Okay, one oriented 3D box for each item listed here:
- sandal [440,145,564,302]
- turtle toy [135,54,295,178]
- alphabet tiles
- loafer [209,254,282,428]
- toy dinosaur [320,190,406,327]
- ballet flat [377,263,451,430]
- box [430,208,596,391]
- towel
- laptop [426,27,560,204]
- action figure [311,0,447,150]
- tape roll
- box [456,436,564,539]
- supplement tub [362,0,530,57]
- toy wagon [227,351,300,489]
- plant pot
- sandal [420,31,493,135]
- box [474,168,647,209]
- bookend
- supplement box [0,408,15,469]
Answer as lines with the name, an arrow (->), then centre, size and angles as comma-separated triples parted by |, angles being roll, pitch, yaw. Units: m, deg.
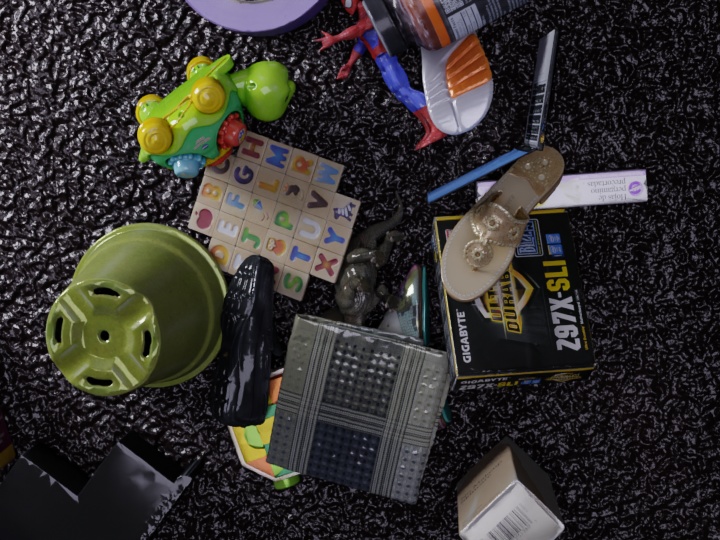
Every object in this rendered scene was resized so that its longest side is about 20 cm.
sandal -> 0.156, -0.067, 1.513 | 0.077, 0.070, 0.212 | 33, 73, 17
turtle toy -> -0.170, -0.180, 1.555 | 0.200, 0.146, 0.101 | -35, 113, 5
alphabet tiles -> -0.103, -0.065, 1.592 | 0.199, 0.006, 0.167 | 21, 98, 17
loafer -> -0.125, 0.083, 1.580 | 0.070, 0.068, 0.202 | 9, 91, -33
toy dinosaur -> 0.000, 0.000, 1.583 | 0.077, 0.102, 0.201 | 13, 78, -37
ballet flat -> 0.058, 0.095, 1.603 | 0.071, 0.069, 0.201 | -8, 99, 10
box -> 0.171, 0.032, 1.541 | 0.159, 0.049, 0.201 | -3, 64, -6
towel -> -0.002, 0.158, 1.578 | 0.192, 0.035, 0.201 | 15, 108, 4
laptop -> 0.144, -0.170, 1.506 | 0.115, 0.187, 0.201 | 8, 97, 1
action figure -> 0.011, -0.224, 1.566 | 0.099, 0.065, 0.201 | -27, 94, -9
tape roll -> -0.119, -0.371, 1.550 | 0.199, 0.085, 0.201 | 0, 96, 2
box -> 0.167, 0.267, 1.545 | 0.078, 0.200, 0.095 | 45, 96, -3
supplement tub -> 0.104, -0.313, 1.495 | 0.199, 0.107, 0.107 | -27, 94, 4
toy wagon -> -0.060, 0.168, 1.626 | 0.199, 0.040, 0.156 | -19, 95, 5
plant pot -> -0.265, 0.058, 1.542 | 0.199, 0.184, 0.202 | 1, 100, 8
sandal -> 0.108, -0.248, 1.563 | 0.079, 0.059, 0.208 | -13, 71, 10
box -> 0.233, -0.093, 1.584 | 0.199, 0.041, 0.039 | -4, 95, 2
bookend -> -0.328, 0.260, 1.623 | 0.200, 0.092, 0.199 | 36, 95, 0
supplement box -> -0.512, 0.157, 1.614 | 0.130, 0.103, 0.201 | -15, 96, 4
